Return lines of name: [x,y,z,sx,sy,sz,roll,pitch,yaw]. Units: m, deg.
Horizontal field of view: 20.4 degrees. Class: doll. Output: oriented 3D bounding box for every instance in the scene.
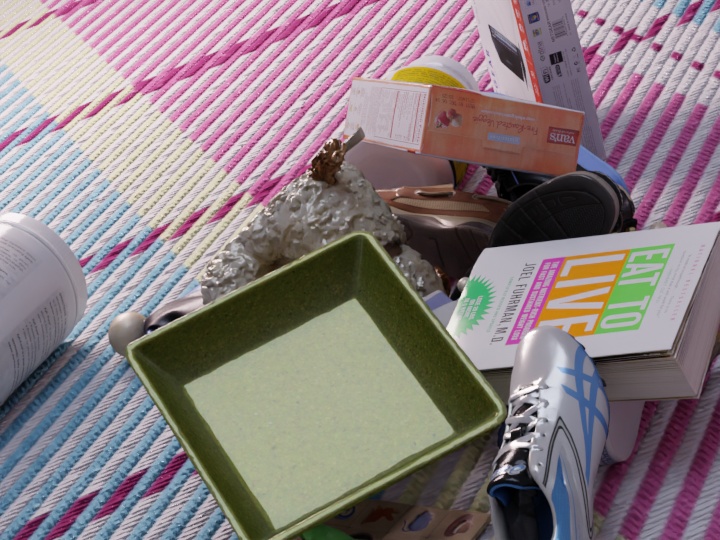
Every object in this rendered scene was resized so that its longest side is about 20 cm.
doll: [-0.127,0.045,1.700,0.198,0.049,0.137,-5,26,23]

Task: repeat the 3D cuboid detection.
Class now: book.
book: [0.155,0.031,1.400,0.199,0.048,0.134,-7,41,36]

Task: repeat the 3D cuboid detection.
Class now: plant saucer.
plant saucer: [-0.030,0.089,1.370,0.199,0.048,0.200,-27,53,-14]

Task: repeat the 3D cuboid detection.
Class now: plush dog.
plush dog: [0.000,0.000,1.589,0.200,0.172,0.161,-36,-9,-46]

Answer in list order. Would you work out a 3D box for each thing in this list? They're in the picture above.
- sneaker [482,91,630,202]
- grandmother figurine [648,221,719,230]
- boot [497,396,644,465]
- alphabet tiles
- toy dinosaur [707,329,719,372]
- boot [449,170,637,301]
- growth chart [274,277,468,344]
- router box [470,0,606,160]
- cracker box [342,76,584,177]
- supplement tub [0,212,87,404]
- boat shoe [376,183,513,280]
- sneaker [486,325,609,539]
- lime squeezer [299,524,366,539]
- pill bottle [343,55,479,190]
sneaker: [0.141,-0.088,1.737,0.078,0.071,0.200,-32,46,-24]
grandmother figurine: [0.249,-0.001,1.543,0.199,0.061,0.121,-22,31,-12]
boot: [0.164,0.061,1.443,0.090,0.073,0.200,-6,34,30]
alphabet tiles: [-0.006,0.207,1.343,0.199,0.006,0.166,2,31,36]
toy dinosaur: [0.320,0.030,1.435,0.199,0.061,0.106,-21,24,-10]
boot: [0.164,-0.030,1.557,0.150,0.073,0.200,-33,-15,-44]
growth chart: [0.043,0.064,1.465,0.199,0.018,0.145,-19,54,-34]
router box: [0.157,-0.210,1.867,0.048,0.201,0.180,-20,24,-7]
cracker box: [0.080,-0.118,1.625,0.133,0.058,0.200,8,5,-19]
supplement tub: [-0.338,0.052,1.722,0.131,0.133,0.200,-2,28,29]
boat shoe: [0.063,-0.037,1.722,0.199,0.076,0.072,14,43,33]
sneaker: [0.115,0.118,1.279,0.072,0.072,0.201,-26,46,37]
lime squeezer: [-0.021,0.154,1.363,0.071,0.038,0.200,-50,52,7]
pill bottle: [0.051,-0.121,1.853,0.111,0.113,0.200,-7,27,21]
